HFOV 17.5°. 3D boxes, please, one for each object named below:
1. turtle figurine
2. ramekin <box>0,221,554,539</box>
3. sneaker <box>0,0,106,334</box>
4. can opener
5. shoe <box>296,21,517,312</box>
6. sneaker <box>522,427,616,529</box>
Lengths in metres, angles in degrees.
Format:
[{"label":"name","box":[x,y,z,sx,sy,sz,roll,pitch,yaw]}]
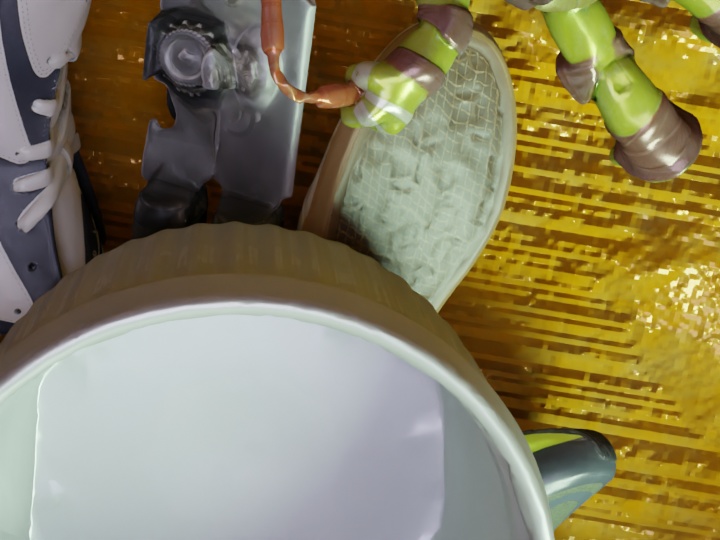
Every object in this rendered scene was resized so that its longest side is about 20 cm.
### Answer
[{"label":"turtle figurine","box":[0.065,-0.112,0.737,0.161,0.064,0.200,35,71,-31]},{"label":"ramekin","box":[-0.041,0.080,0.745,0.200,0.105,0.201,-1,112,-2]},{"label":"sneaker","box":[-0.108,-0.043,0.789,0.130,0.080,0.199,41,109,-16]},{"label":"can opener","box":[-0.047,-0.017,0.802,0.053,0.067,0.200,13,116,11]},{"label":"shoe","box":[0.000,0.000,0.811,0.070,0.053,0.200,3,117,-28]},{"label":"sneaker","box":[0.028,0.137,0.843,0.200,0.074,0.081,-50,61,17]}]
